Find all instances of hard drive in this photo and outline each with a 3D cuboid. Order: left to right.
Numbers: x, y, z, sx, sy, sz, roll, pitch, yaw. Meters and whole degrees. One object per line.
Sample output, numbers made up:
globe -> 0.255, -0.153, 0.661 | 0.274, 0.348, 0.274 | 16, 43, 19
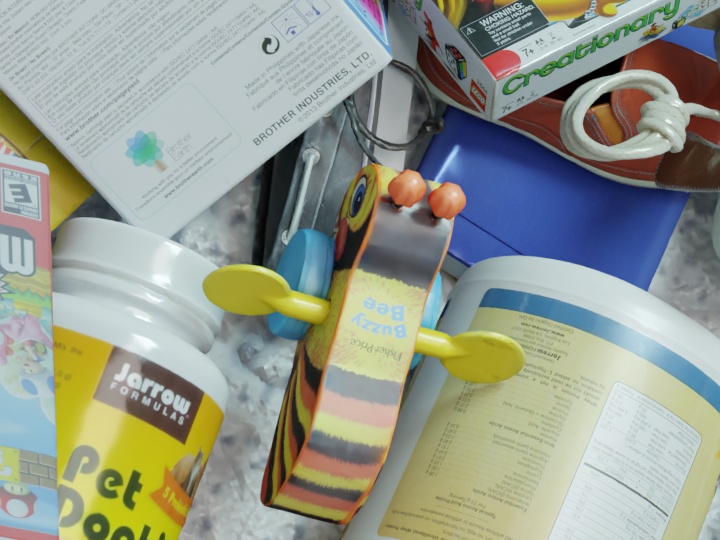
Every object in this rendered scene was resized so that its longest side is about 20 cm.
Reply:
hard drive -> 0.106, -0.074, 1.220 | 0.132, 0.025, 0.200 | 32, 70, -18

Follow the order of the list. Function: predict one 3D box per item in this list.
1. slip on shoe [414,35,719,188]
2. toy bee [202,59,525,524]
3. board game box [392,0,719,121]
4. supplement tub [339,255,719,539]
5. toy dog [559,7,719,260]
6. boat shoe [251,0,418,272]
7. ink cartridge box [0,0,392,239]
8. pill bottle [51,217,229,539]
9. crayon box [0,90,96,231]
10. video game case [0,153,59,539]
slip on shoe -> 0.115, -0.087, 1.176 | 0.200, 0.061, 0.074 | 17, 74, -27
toy bee -> 0.000, 0.000, 1.037 | 0.131, 0.109, 0.200 | -6, 82, -19
board game box -> 0.106, -0.158, 1.116 | 0.200, 0.035, 0.126 | -28, 62, -18
supplement tub -> 0.073, 0.111, 1.111 | 0.145, 0.145, 0.200 | 31, 71, -18
toy dog -> 0.180, -0.069, 1.136 | 0.132, 0.096, 0.200 | 25, 57, 20
boat shoe -> -0.018, -0.087, 1.142 | 0.068, 0.072, 0.200 | 8, 82, -19
ink cartridge box -> -0.100, -0.130, 1.047 | 0.136, 0.076, 0.200 | -38, 114, 11
pill bottle -> -0.122, 0.084, 1.042 | 0.109, 0.109, 0.200 | 26, 72, -20
crayon box -> -0.222, -0.067, 1.050 | 0.127, 0.051, 0.200 | -44, 101, -24
video game case -> -0.185, 0.019, 0.959 | 0.143, 0.017, 0.200 | 14, 44, -23
